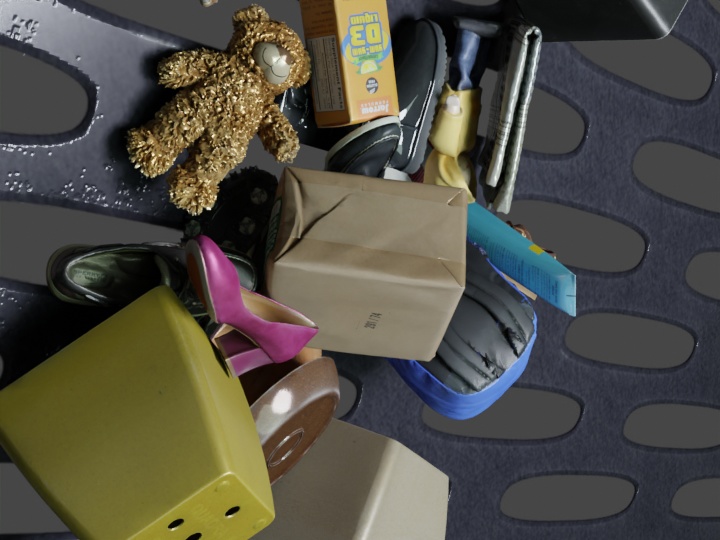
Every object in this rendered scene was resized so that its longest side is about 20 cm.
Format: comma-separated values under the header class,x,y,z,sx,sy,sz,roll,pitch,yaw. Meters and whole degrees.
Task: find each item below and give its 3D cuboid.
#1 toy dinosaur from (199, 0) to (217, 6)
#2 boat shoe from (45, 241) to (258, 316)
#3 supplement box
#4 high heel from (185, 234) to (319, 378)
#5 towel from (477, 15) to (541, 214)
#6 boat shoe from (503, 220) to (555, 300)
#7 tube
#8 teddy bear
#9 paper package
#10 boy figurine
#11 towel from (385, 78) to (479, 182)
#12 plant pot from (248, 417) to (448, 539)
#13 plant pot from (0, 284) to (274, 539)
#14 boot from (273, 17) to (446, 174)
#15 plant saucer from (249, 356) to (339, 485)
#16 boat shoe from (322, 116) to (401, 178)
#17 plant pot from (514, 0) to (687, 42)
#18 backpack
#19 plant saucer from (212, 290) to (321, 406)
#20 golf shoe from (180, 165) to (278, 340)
class,x,y,z,sx,sy,sz,roll,pitch,yaw
toy dinosaur,-0.106,-0.335,1.256,0.201,0.060,0.106,-56,164,1
boat shoe,-0.184,0.010,1.287,0.197,0.065,0.074,-1,96,-20
supplement box,-0.014,-0.240,1.335,0.066,0.068,0.203,-14,103,-35
high heel,-0.094,0.021,1.267,0.095,0.068,0.201,-26,139,-10
towel,0.155,-0.173,1.535,0.034,0.193,0.203,8,104,-3
boat shoe,0.175,-0.025,1.703,0.071,0.070,0.199,-57,149,4
tube,0.160,-0.023,1.564,0.050,0.199,0.078,-44,150,-15
teddy bear,-0.123,-0.148,1.289,0.199,0.067,0.146,-32,90,-11
paper package,0.000,0.000,1.364,0.200,0.188,0.105,107,-12,-65
boy figurine,0.108,-0.167,1.501,0.124,0.064,0.203,-20,121,-74
towel,0.046,-0.107,1.557,0.201,0.023,0.144,-51,140,-12
plant pot,-0.012,0.275,1.587,0.200,0.198,0.179,41,70,-49
plant pot,-0.188,0.172,1.272,0.199,0.177,0.200,-33,149,-3
boot,-0.011,-0.197,1.420,0.198,0.065,0.167,12,83,-36
plant saucer,-0.088,0.175,1.470,0.200,0.034,0.201,-42,163,-16
boat shoe,-0.008,-0.079,1.395,0.074,0.067,0.199,-10,159,-38
plant pot,0.248,-0.378,1.491,0.177,0.199,0.201,42,72,-31
backpack,0.094,0.058,1.549,0.163,0.199,0.168,-46,161,-15
plant saucer,-0.115,0.121,1.503,0.199,0.032,0.203,-25,128,-36
golf shoe,-0.139,-0.010,1.389,0.201,0.077,0.088,-58,157,1
